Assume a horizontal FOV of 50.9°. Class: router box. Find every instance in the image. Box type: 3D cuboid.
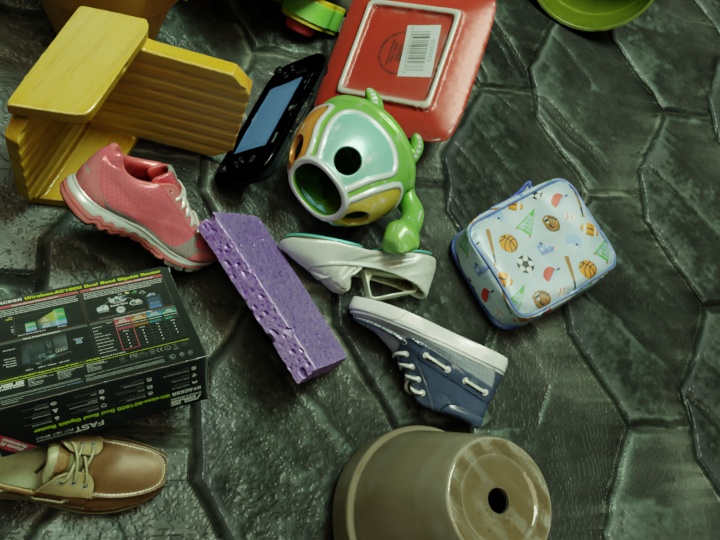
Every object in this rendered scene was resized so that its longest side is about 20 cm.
[{"bbox_3d":[-0.262,0.080,0.736,0.198,0.063,0.150,-12,42,-23],"label":"router box"}]

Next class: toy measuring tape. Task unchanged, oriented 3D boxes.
[{"bbox_3d":[-0.036,-0.332,1.009,0.198,0.074,0.074,25,63,-9],"label":"toy measuring tape"}]

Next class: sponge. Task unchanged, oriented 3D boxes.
[{"bbox_3d":[-0.093,0.026,0.833,0.030,0.111,0.201,-36,81,15],"label":"sponge"}]

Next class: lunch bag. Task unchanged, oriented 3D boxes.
[{"bbox_3d":[0.224,-0.028,0.980,0.199,0.076,0.161,-26,77,-25],"label":"lunch bag"}]

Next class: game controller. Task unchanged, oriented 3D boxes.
[{"bbox_3d":[-0.106,-0.181,0.911,0.042,0.104,0.201,38,60,-27],"label":"game controller"}]

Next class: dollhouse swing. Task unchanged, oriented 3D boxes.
[{"bbox_3d":[-0.235,-0.137,0.791,0.175,0.200,0.183,27,63,-8],"label":"dollhouse swing"}]

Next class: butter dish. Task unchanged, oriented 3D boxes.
[{"bbox_3d":[0.071,-0.248,0.980,0.198,0.148,0.202,16,81,25],"label":"butter dish"}]

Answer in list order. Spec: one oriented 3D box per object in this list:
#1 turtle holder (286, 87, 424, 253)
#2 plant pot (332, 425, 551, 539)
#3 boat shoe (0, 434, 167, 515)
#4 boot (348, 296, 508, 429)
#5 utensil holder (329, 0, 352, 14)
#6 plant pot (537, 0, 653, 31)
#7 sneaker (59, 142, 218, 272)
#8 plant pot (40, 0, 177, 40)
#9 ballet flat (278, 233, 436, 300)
[{"bbox_3d":[-0.009,-0.105,0.888,0.132,0.140,0.187,-45,121,-45],"label":"turtle holder"},{"bbox_3d":[0.093,0.241,0.759,0.198,0.174,0.202,11,61,-22],"label":"plant pot"},{"bbox_3d":[-0.284,0.189,0.715,0.198,0.074,0.076,6,68,-17],"label":"boat shoe"},{"bbox_3d":[0.067,0.106,0.877,0.198,0.073,0.091,23,82,3],"label":"boot"},{"bbox_3d":[0.041,-0.455,1.010,0.168,0.200,0.172,8,64,-17],"label":"utensil holder"},{"bbox_3d":[0.379,-0.511,1.174,0.199,0.201,0.194,31,50,-5],"label":"plant pot"},{"bbox_3d":[-0.206,-0.065,0.794,0.199,0.087,0.074,28,23,-46],"label":"sneaker"},{"bbox_3d":[-0.290,-0.339,0.861,0.198,0.183,0.202,7,66,-16],"label":"plant pot"},{"bbox_3d":[0.000,0.000,0.899,0.198,0.069,0.070,7,67,-20],"label":"ballet flat"}]
